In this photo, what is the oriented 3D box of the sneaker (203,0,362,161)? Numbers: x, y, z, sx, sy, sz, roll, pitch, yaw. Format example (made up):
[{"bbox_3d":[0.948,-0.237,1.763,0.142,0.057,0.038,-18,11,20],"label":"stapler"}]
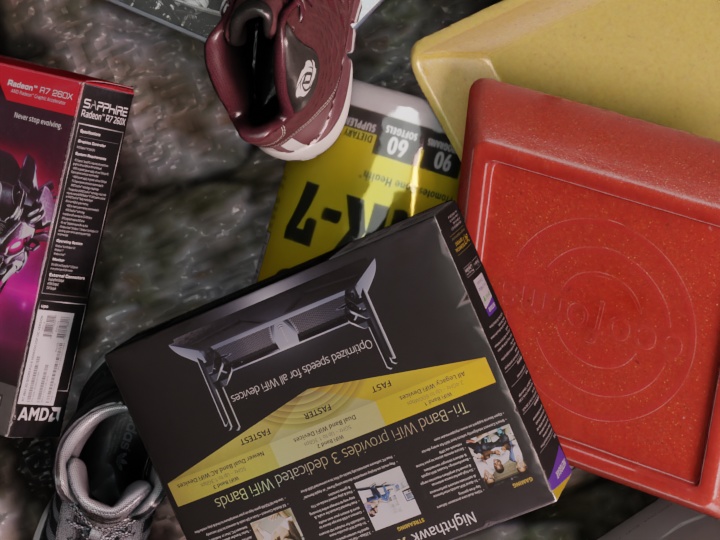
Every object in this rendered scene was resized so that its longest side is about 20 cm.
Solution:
[{"bbox_3d":[-0.034,-0.155,1.053,0.075,0.115,0.202,4,95,14],"label":"sneaker"}]

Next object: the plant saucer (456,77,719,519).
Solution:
[{"bbox_3d":[0.125,0.022,1.064,0.198,0.037,0.202,18,118,26],"label":"plant saucer"}]

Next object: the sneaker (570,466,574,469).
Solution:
[{"bbox_3d":[0.117,0.074,1.200,0.199,0.074,0.080,-32,137,-10],"label":"sneaker"}]

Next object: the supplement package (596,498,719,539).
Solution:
[{"bbox_3d":[0.189,0.198,1.159,0.199,0.156,0.111,-34,95,0],"label":"supplement package"}]

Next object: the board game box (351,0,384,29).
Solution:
[{"bbox_3d":[-0.030,-0.246,1.132,0.199,0.043,0.200,-44,95,2],"label":"board game box"}]

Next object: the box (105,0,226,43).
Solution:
[{"bbox_3d":[-0.064,-0.227,1.178,0.157,0.048,0.201,23,93,-3],"label":"box"}]

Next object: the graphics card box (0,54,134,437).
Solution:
[{"bbox_3d":[-0.206,-0.018,1.159,0.125,0.051,0.202,15,95,31],"label":"graphics card box"}]

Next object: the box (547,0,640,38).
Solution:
[{"bbox_3d":[0.133,-0.159,1.102,0.082,0.049,0.201,-25,111,32],"label":"box"}]

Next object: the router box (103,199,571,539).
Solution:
[{"bbox_3d":[-0.012,0.075,1.082,0.199,0.052,0.158,-22,95,18],"label":"router box"}]

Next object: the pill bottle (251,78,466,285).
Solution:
[{"bbox_3d":[0.000,0.000,1.162,0.113,0.114,0.202,15,93,-3],"label":"pill bottle"}]

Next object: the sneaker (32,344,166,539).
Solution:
[{"bbox_3d":[-0.148,0.143,1.166,0.075,0.114,0.202,13,93,-2],"label":"sneaker"}]

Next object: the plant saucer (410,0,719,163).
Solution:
[{"bbox_3d":[0.155,-0.072,1.079,0.199,0.048,0.201,-22,104,32],"label":"plant saucer"}]
